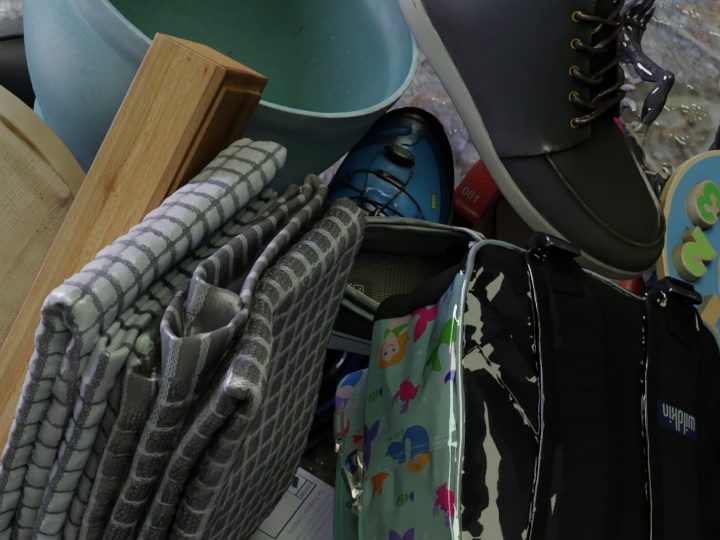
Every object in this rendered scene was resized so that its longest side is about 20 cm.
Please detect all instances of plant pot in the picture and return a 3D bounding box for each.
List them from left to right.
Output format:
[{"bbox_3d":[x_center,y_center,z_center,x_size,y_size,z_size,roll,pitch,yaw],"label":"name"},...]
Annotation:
[{"bbox_3d":[-0.088,-0.105,0.996,0.200,0.134,0.201,21,39,-19],"label":"plant pot"}]

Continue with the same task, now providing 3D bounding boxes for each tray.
[{"bbox_3d":[-0.105,-0.001,0.830,0.037,0.200,0.099,27,6,5],"label":"tray"}]

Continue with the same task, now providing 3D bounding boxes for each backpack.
[{"bbox_3d":[0.077,0.108,0.860,0.177,0.150,0.201,20,51,-30],"label":"backpack"}]

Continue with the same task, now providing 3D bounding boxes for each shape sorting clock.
[{"bbox_3d":[0.232,0.025,1.083,0.200,0.039,0.201,19,59,-36],"label":"shape sorting clock"}]

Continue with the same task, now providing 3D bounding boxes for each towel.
[{"bbox_3d":[-0.072,0.063,0.804,0.085,0.200,0.166,28,33,10],"label":"towel"}]

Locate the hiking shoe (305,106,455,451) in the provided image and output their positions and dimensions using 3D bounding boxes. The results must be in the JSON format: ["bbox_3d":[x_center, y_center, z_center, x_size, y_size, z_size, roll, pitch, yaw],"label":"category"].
[{"bbox_3d":[0.000,0.000,1.006,0.074,0.087,0.200,23,74,2],"label":"hiking shoe"}]

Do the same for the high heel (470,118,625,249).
[{"bbox_3d":[0.076,-0.010,1.019,0.067,0.096,0.200,39,85,14],"label":"high heel"}]

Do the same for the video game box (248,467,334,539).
[{"bbox_3d":[-0.016,0.184,0.891,0.182,0.047,0.200,28,32,9],"label":"video game box"}]

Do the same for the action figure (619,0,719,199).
[{"bbox_3d":[0.172,-0.085,1.165,0.118,0.102,0.200,-1,49,-26],"label":"action figure"}]

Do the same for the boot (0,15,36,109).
[{"bbox_3d":[-0.144,-0.047,1.069,0.164,0.066,0.200,-13,61,-23],"label":"boot"}]

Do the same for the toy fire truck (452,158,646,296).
[{"bbox_3d":[0.093,-0.052,1.102,0.200,0.049,0.141,36,84,14],"label":"toy fire truck"}]

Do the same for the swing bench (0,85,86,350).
[{"bbox_3d":[-0.212,0.040,0.881,0.129,0.200,0.199,23,49,2],"label":"swing bench"}]

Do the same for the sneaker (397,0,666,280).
[{"bbox_3d":[0.109,-0.094,0.972,0.200,0.106,0.075,54,41,-2],"label":"sneaker"}]

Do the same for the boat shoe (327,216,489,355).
[{"bbox_3d":[0.047,0.015,0.942,0.199,0.071,0.072,5,74,-26],"label":"boat shoe"}]
